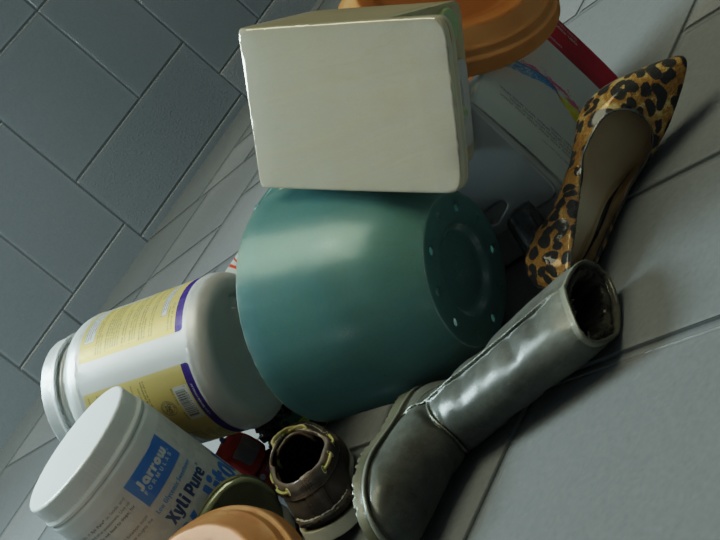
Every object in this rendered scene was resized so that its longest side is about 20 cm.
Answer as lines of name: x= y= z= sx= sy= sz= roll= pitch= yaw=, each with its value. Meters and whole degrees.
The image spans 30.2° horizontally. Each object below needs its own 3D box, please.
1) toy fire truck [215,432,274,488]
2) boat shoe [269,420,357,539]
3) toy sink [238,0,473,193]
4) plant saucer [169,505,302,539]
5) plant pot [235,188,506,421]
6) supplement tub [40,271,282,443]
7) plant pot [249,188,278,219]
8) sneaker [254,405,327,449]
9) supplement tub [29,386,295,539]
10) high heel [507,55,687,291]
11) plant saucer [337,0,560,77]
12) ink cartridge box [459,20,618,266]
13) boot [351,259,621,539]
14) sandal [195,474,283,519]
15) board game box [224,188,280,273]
toy fire truck: x=-0.183 y=0.204 z=1.330 sx=0.200 sy=0.141 sz=0.049 roll=-39 pitch=18 yaw=38
boat shoe: x=-0.046 y=0.165 z=1.142 sx=0.071 sy=0.060 sz=0.200 roll=-29 pitch=16 yaw=-1
toy sink: x=0.019 y=-0.139 z=1.053 sx=0.198 sy=0.132 sz=0.112 roll=3 pitch=19 yaw=37
plant saucer: x=-0.114 y=0.268 z=0.975 sx=0.199 sy=0.037 sz=0.202 roll=-24 pitch=52 yaw=33
plant pot: x=0.022 y=0.012 z=1.094 sx=0.160 sy=0.201 sz=0.201 roll=-14 pitch=34 yaw=35
supplement tub: x=-0.181 y=0.095 z=1.239 sx=0.198 sy=0.146 sz=0.146 roll=-18 pitch=29 yaw=27
plant pot: x=-0.047 y=-0.059 z=1.586 sx=0.200 sy=0.134 sz=0.201 roll=-46 pitch=16 yaw=17
sneaker: x=-0.029 y=0.087 z=1.283 sx=0.200 sy=0.078 sz=0.085 roll=-43 pitch=15 yaw=30
supplement tub: x=-0.166 y=0.208 z=1.144 sx=0.132 sy=0.200 sz=0.132 roll=-44 pitch=19 yaw=20
high heel: x=0.198 y=-0.070 z=1.022 sx=0.200 sy=0.071 sz=0.143 roll=-49 pitch=21 yaw=14
plant saucer: x=0.074 y=-0.234 z=1.164 sx=0.198 sy=0.038 sz=0.201 roll=-6 pitch=40 yaw=5
ink cartridge box: x=0.124 y=-0.123 z=1.203 sx=0.145 sy=0.144 sz=0.201 roll=-37 pitch=20 yaw=40
boot: x=0.092 y=0.097 z=0.939 sx=0.199 sy=0.073 sz=0.183 roll=-32 pitch=24 yaw=34
sandal: x=-0.107 y=0.265 z=1.064 sx=0.057 sy=0.079 sz=0.203 roll=-12 pitch=58 yaw=65
board game box: x=-0.079 y=0.032 z=1.388 sx=0.152 sy=0.046 sz=0.201 roll=-59 pitch=-26 yaw=-28
